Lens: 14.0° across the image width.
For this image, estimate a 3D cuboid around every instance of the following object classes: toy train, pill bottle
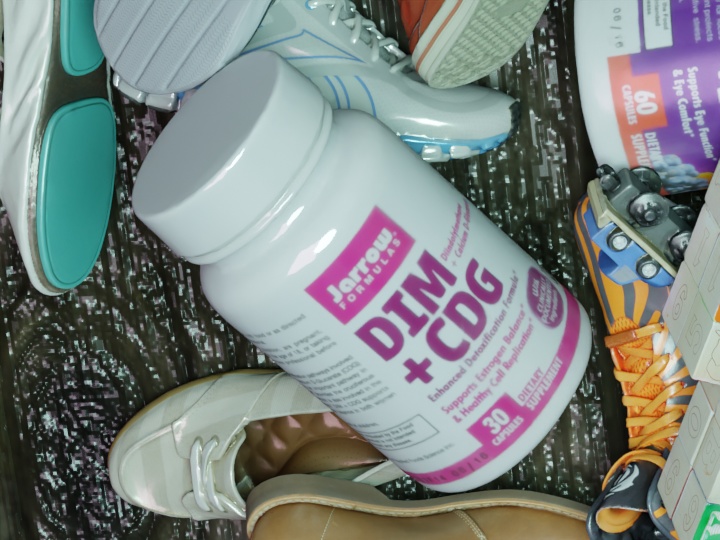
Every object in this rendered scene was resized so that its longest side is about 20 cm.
[{"bbox_3d":[0.164,0.023,1.310,0.046,0.034,0.200,-38,117,18],"label":"toy train"},{"bbox_3d":[0.000,0.000,1.314,0.113,0.114,0.200,-39,116,23],"label":"pill bottle"},{"bbox_3d":[0.202,-0.099,1.293,0.199,0.111,0.112,-8,105,18],"label":"pill bottle"}]

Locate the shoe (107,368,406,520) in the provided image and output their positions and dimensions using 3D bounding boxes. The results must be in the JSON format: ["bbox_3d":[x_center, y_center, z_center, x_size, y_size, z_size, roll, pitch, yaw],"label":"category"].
[{"bbox_3d":[-0.040,0.084,1.451,0.199,0.053,0.070,-13,103,19],"label":"shoe"}]

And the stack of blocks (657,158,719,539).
[{"bbox_3d":[0.192,0.031,1.255,0.115,0.059,0.201,11,117,-14],"label":"stack of blocks"}]

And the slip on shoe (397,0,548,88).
[{"bbox_3d":[0.066,-0.156,1.279,0.061,0.074,0.200,64,148,19],"label":"slip on shoe"}]

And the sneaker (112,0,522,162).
[{"bbox_3d":[-0.019,-0.106,1.377,0.199,0.075,0.087,13,104,11],"label":"sneaker"}]

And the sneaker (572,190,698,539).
[{"bbox_3d":[0.140,0.062,1.353,0.201,0.112,0.077,57,148,-6],"label":"sneaker"}]

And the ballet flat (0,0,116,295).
[{"bbox_3d":[-0.155,-0.091,1.430,0.069,0.069,0.201,8,105,13],"label":"ballet flat"}]

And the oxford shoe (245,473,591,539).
[{"bbox_3d":[0.042,0.150,1.420,0.199,0.072,0.072,3,135,-3],"label":"oxford shoe"}]

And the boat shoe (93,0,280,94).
[{"bbox_3d":[-0.050,-0.144,1.309,0.072,0.071,0.200,53,140,1],"label":"boat shoe"}]
